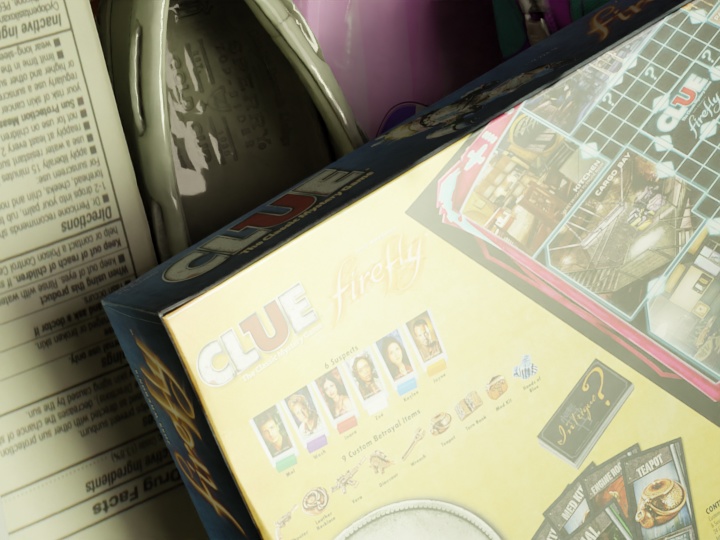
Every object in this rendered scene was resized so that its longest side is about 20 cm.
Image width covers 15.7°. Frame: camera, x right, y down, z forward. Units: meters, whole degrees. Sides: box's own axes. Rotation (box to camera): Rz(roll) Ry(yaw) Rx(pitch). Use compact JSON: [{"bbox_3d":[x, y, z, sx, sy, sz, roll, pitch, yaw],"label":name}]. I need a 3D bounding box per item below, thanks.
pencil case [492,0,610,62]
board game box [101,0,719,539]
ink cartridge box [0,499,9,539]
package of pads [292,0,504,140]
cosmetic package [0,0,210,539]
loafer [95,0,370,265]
[{"bbox_3d":[0.084,-0.008,0.737,0.092,0.085,0.201,-14,98,-41],"label":"pencil case"},{"bbox_3d":[0.050,0.019,0.648,0.200,0.035,0.136,-31,109,-24],"label":"board game box"},{"bbox_3d":[-0.187,0.100,0.532,0.200,0.146,0.084,-17,99,-42],"label":"ink cartridge box"},{"bbox_3d":[0.000,0.000,0.764,0.120,0.076,0.201,6,82,-42],"label":"package of pads"},{"bbox_3d":[-0.118,-0.010,0.646,0.103,0.087,0.201,-20,99,-44],"label":"cosmetic package"},{"bbox_3d":[-0.018,0.008,0.666,0.070,0.070,0.200,-23,89,-9],"label":"loafer"}]
